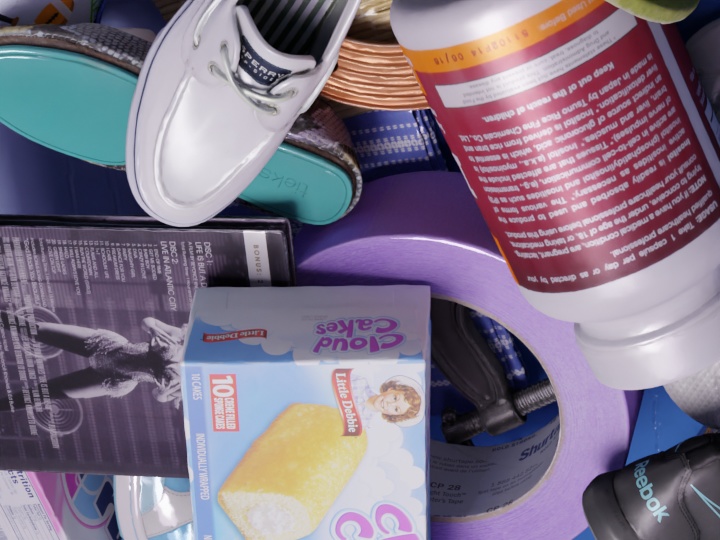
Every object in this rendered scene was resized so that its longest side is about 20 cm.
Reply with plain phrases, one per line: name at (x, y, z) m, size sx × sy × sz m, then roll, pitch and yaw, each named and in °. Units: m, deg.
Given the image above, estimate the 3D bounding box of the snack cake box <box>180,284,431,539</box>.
snack cake box at (-0.022, 0.108, 1.066) m, size 0.114 × 0.067 × 0.201 m, roll 0°, pitch 122°, yaw 3°

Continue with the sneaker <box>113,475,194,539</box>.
sneaker at (-0.065, 0.153, 1.235) m, size 0.129 × 0.080 × 0.202 m, roll 3°, pitch 110°, yaw 20°

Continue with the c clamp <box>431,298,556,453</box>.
c clamp at (0.113, 0.031, 1.135) m, size 0.199 × 0.027 × 0.171 m, roll -30°, pitch 111°, yaw 23°

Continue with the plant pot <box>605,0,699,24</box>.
plant pot at (0.124, -0.231, 0.842) m, size 0.200 × 0.201 × 0.184 m, roll 40°, pitch 117°, yaw -16°

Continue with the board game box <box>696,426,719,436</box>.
board game box at (0.230, 0.140, 1.196) m, size 0.134 × 0.035 × 0.201 m, roll 25°, pitch 131°, yaw -4°

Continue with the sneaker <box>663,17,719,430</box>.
sneaker at (0.184, -0.028, 1.060) m, size 0.077 × 0.082 × 0.202 m, roll 16°, pitch 114°, yaw 34°

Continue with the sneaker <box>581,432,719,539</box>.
sneaker at (0.194, 0.126, 1.082) m, size 0.079 × 0.076 × 0.199 m, roll -41°, pitch 146°, yaw 24°

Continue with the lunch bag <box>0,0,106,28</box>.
lunch bag at (-0.203, -0.169, 1.014) m, size 0.198 × 0.124 × 0.171 m, roll 7°, pitch 134°, yaw -19°

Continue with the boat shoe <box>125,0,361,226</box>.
boat shoe at (-0.047, -0.103, 0.975) m, size 0.073 × 0.067 × 0.201 m, roll 22°, pitch 106°, yaw -16°

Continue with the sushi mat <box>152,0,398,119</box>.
sushi mat at (0.001, -0.122, 1.059) m, size 0.199 × 0.012 × 0.096 m, roll -14°, pitch 114°, yaw 25°

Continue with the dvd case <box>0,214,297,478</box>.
dvd case at (-0.124, 0.039, 1.093) m, size 0.198 × 0.016 × 0.150 m, roll 1°, pitch 122°, yaw 12°

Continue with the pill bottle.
pill bottle at (0.101, -0.052, 0.968) m, size 0.112 × 0.113 × 0.201 m, roll -16°, pitch 113°, yaw 27°

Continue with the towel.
towel at (0.000, 0.000, 1.165) m, size 0.144 × 0.024 × 0.201 m, roll -8°, pitch 123°, yaw 24°

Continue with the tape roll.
tape roll at (0.042, 0.053, 1.106) m, size 0.198 × 0.066 × 0.202 m, roll 8°, pitch 123°, yaw 13°

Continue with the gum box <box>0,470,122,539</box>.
gum box at (-0.179, 0.104, 1.236) m, size 0.066 × 0.114 × 0.201 m, roll -5°, pitch 127°, yaw 21°

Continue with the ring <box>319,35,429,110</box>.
ring at (0.007, -0.167, 1.011) m, size 0.199 × 0.019 × 0.202 m, roll 8°, pitch 122°, yaw 13°

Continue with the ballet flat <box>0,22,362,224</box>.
ballet flat at (-0.093, -0.079, 1.055) m, size 0.199 × 0.072 × 0.072 m, roll 20°, pitch 132°, yaw -16°
